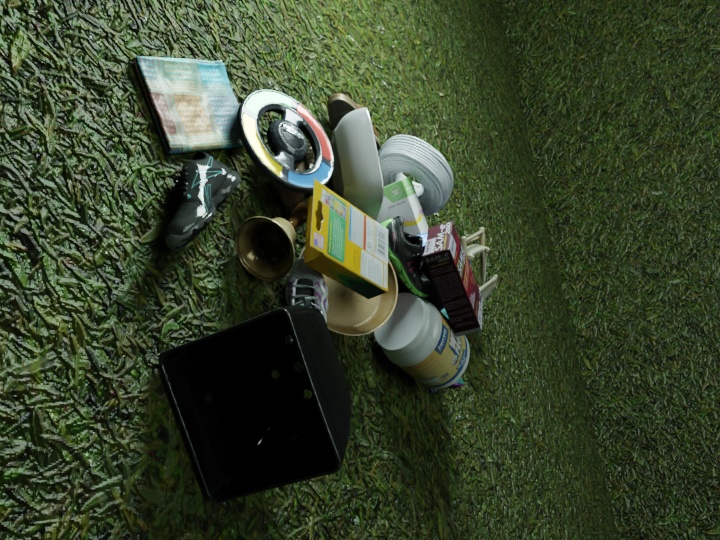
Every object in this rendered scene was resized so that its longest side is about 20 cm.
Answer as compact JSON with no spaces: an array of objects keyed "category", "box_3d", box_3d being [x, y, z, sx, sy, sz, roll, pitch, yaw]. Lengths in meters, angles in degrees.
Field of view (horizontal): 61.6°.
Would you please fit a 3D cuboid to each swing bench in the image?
[{"category":"swing bench","box_3d":[0.282,0.010,1.623,0.198,0.127,0.206,-23,95,-61]}]

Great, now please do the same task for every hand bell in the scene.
[{"category":"hand bell","box_3d":[-0.120,-0.075,1.011,0.106,0.102,0.201,62,27,-16]}]

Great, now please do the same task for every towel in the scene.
[{"category":"towel","box_3d":[-0.255,-0.261,0.949,0.199,0.021,0.151,-29,99,-60]}]

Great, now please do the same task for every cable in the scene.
[{"category":"cable","box_3d":[0.119,-0.215,1.401,0.199,0.199,0.070,41,62,-15]}]

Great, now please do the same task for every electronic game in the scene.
[{"category":"electronic game","box_3d":[-0.125,-0.224,1.043,0.196,0.041,0.205,25,49,-31]}]

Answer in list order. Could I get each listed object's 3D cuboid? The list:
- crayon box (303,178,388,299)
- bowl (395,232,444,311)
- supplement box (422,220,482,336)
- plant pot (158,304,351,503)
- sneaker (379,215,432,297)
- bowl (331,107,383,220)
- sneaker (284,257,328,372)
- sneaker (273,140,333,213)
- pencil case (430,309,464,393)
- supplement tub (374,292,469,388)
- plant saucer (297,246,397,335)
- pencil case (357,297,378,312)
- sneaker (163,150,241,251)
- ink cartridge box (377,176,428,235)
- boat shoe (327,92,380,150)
[{"category":"crayon box","box_3d":[-0.030,-0.049,1.028,0.198,0.051,0.129,31,51,-42]},{"category":"bowl","box_3d":[0.137,0.019,1.314,0.201,0.200,0.039,45,2,-38]},{"category":"supplement box","box_3d":[0.192,0.018,1.230,0.203,0.059,0.110,63,25,-27]},{"category":"plant pot","box_3d":[-0.114,0.155,0.812,0.205,0.195,0.177,69,20,-3]},{"category":"sneaker","box_3d":[0.101,-0.023,1.199,0.201,0.083,0.077,54,1,-36]},{"category":"bowl","box_3d":[-0.015,-0.200,1.211,0.200,0.072,0.207,115,-33,-72]},{"category":"sneaker","box_3d":[-0.085,0.057,0.956,0.141,0.075,0.206,97,-13,-68]},{"category":"sneaker","box_3d":[-0.104,-0.180,1.140,0.201,0.068,0.078,-53,136,-50]},{"category":"pencil case","box_3d":[0.186,0.176,1.412,0.092,0.083,0.206,25,53,-52]},{"category":"supplement tub","box_3d":[0.129,0.148,1.267,0.199,0.141,0.149,40,42,-43]},{"category":"plant saucer","box_3d":[-0.027,0.026,1.096,0.194,0.036,0.206,9,62,-17]},{"category":"pencil case","box_3d":[0.000,0.000,1.188,0.086,0.081,0.206,31,50,-49]},{"category":"sneaker","box_3d":[-0.239,-0.102,0.857,0.079,0.075,0.202,46,29,-19]},{"category":"ink cartridge box","box_3d":[0.089,-0.090,1.352,0.067,0.114,0.206,-31,101,-64]},{"category":"boat shoe","box_3d":[-0.020,-0.340,1.359,0.200,0.070,0.070,43,35,-56]}]
